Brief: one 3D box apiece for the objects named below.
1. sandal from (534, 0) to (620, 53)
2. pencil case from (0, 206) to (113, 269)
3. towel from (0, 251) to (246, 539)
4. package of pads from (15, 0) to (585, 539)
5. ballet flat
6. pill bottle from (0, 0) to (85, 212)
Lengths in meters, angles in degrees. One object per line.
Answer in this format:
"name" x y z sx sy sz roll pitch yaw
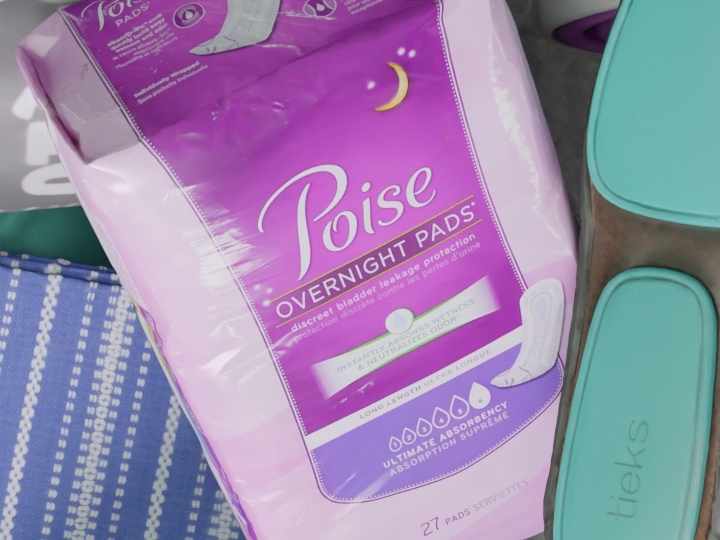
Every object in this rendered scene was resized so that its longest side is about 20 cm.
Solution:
"sandal" 0.143 -0.074 0.743 0.202 0.082 0.050 -8 82 38
"pencil case" -0.104 0.020 0.861 0.085 0.092 0.201 -14 89 25
"towel" -0.048 0.075 0.819 0.199 0.024 0.146 10 92 -8
"package of pads" 0.000 0.000 0.731 0.120 0.201 0.076 -28 40 -7
"ballet flat" 0.089 -0.008 0.706 0.068 0.068 0.201 17 99 26
"pill bottle" -0.069 -0.076 0.772 0.199 0.114 0.115 -6 95 -16
